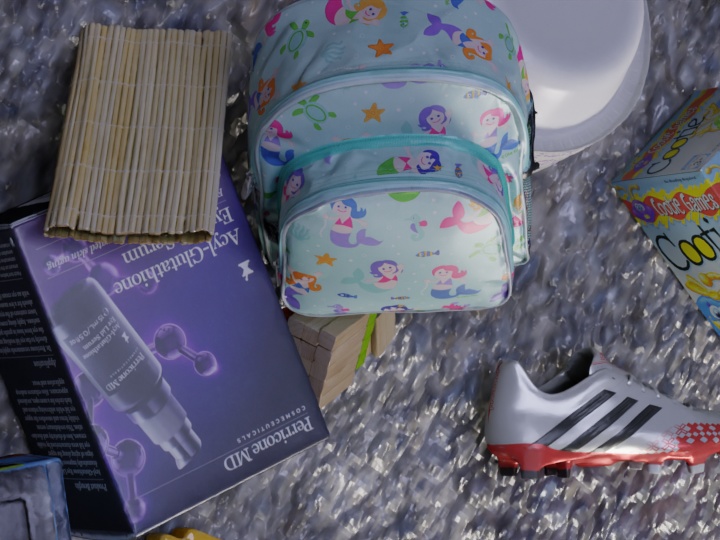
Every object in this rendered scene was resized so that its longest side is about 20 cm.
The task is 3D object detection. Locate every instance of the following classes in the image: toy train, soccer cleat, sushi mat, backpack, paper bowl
[{"bbox_3d":[-0.262,0.150,1.489,0.200,0.114,0.087,-8,90,-30],"label":"toy train"},{"bbox_3d":[0.173,0.093,1.771,0.200,0.069,0.085,-1,92,-25],"label":"soccer cleat"},{"bbox_3d":[-0.126,-0.082,1.545,0.095,0.200,0.012,2,130,0],"label":"sushi mat"},{"bbox_3d":[0.018,-0.070,1.563,0.177,0.200,0.151,-2,50,0],"label":"backpack"},{"bbox_3d":[0.100,-0.167,1.702,0.200,0.104,0.201,10,71,-31],"label":"paper bowl"}]

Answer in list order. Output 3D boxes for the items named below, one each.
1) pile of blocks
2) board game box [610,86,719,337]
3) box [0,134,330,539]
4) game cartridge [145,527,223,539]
[{"bbox_3d":[0.000,0.000,1.690,0.062,0.082,0.200,26,57,18],"label":"pile of blocks"},{"bbox_3d":[0.284,-0.019,1.819,0.105,0.103,0.200,-46,109,-24],"label":"board game box"},{"bbox_3d":[-0.131,0.040,1.577,0.148,0.104,0.200,-27,100,-29],"label":"box"},{"bbox_3d":[-0.082,0.275,1.637,0.176,0.032,0.200,26,72,-26],"label":"game cartridge"}]
